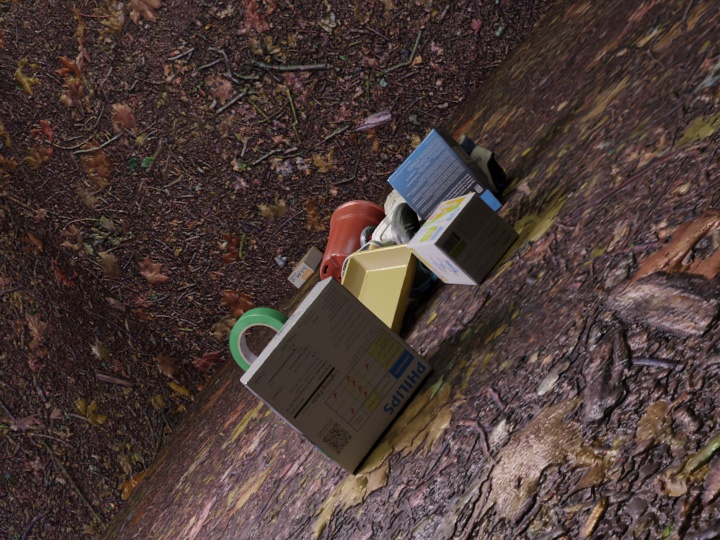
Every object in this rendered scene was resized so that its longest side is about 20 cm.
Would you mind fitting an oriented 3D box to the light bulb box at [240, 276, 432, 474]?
[{"bbox_3d":[-0.039,0.151,1.170,0.199,0.200,0.125,-50,6,-11],"label":"light bulb box"}]

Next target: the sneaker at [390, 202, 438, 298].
[{"bbox_3d":[0.113,-0.049,1.569,0.081,0.072,0.203,-30,58,42],"label":"sneaker"}]

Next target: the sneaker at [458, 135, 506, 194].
[{"bbox_3d":[0.237,-0.169,1.643,0.081,0.114,0.202,-54,-20,-49],"label":"sneaker"}]

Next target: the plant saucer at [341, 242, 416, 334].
[{"bbox_3d":[0.028,0.058,1.519,0.199,0.048,0.203,-8,59,52],"label":"plant saucer"}]

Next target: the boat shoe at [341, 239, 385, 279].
[{"bbox_3d":[0.000,0.000,1.742,0.063,0.074,0.200,-61,8,-29],"label":"boat shoe"}]

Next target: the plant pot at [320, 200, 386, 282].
[{"bbox_3d":[-0.011,-0.044,2.079,0.201,0.200,0.197,-42,17,40],"label":"plant pot"}]

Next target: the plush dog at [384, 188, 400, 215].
[{"bbox_3d":[0.132,-0.172,1.845,0.170,0.162,0.200,-32,8,-7],"label":"plush dog"}]

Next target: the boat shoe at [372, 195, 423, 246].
[{"bbox_3d":[0.106,-0.117,1.694,0.200,0.072,0.067,-46,-24,30],"label":"boat shoe"}]

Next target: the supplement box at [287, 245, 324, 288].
[{"bbox_3d":[-0.258,-0.018,3.777,0.126,0.073,0.201,-46,8,26],"label":"supplement box"}]

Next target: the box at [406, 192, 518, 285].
[{"bbox_3d":[0.167,-0.051,1.352,0.113,0.101,0.200,-50,8,-7],"label":"box"}]

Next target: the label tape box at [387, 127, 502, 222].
[{"bbox_3d":[0.172,-0.159,1.576,0.144,0.201,0.063,-44,-8,25],"label":"label tape box"}]

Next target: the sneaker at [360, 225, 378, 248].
[{"bbox_3d":[0.030,-0.050,1.833,0.079,0.095,0.200,-47,-31,-6],"label":"sneaker"}]

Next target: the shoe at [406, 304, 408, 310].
[{"bbox_3d":[0.016,0.114,1.598,0.200,0.053,0.070,-45,8,29],"label":"shoe"}]

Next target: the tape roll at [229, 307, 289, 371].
[{"bbox_3d":[-0.267,0.205,2.233,0.200,0.200,0.048,-45,8,26],"label":"tape roll"}]
